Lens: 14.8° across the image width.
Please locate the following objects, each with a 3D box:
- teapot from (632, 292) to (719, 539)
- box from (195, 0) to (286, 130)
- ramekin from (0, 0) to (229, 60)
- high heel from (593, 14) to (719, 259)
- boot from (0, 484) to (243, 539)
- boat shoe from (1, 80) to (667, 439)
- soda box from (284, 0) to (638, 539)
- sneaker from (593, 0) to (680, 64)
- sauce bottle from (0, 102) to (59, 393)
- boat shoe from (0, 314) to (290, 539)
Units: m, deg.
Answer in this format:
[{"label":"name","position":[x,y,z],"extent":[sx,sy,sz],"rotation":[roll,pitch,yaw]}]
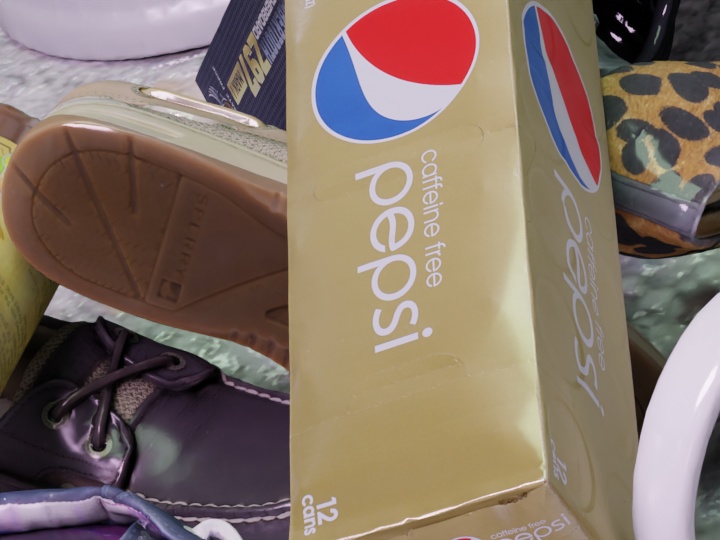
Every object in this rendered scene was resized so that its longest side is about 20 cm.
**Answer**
[{"label":"teapot","position":[0.170,0.006,0.668],"extent":[0.196,0.147,0.200],"rotation":[-9,33,16]},{"label":"box","position":[0.048,-0.114,0.932],"extent":[0.199,0.051,0.158],"rotation":[-29,-7,-18]},{"label":"ramekin","position":[-0.071,-0.179,1.134],"extent":[0.199,0.098,0.201],"rotation":[-13,31,8]},{"label":"high heel","position":[0.144,-0.030,0.778],"extent":[0.199,0.072,0.143],"rotation":[4,22,-11]},{"label":"boot","position":[-0.024,0.103,0.672],"extent":[0.199,0.091,0.073],"rotation":[-1,35,27]},{"label":"boat shoe","position":[0.000,0.000,0.776],"extent":[0.199,0.072,0.065],"rotation":[23,27,0]},{"label":"soda box","position":[0.023,-0.006,0.671],"extent":[0.064,0.068,0.201],"rotation":[-18,49,19]},{"label":"sneaker","position":[0.036,-0.048,0.863],"extent":[0.072,0.083,0.200],"rotation":[36,52,11]},{"label":"sauce bottle","position":[-0.130,0.030,0.745],"extent":[0.064,0.065,0.200],"rotation":[-7,33,19]},{"label":"boat shoe","position":[-0.081,0.047,0.815],"extent":[0.199,0.065,0.072],"rotation":[9,40,37]}]
